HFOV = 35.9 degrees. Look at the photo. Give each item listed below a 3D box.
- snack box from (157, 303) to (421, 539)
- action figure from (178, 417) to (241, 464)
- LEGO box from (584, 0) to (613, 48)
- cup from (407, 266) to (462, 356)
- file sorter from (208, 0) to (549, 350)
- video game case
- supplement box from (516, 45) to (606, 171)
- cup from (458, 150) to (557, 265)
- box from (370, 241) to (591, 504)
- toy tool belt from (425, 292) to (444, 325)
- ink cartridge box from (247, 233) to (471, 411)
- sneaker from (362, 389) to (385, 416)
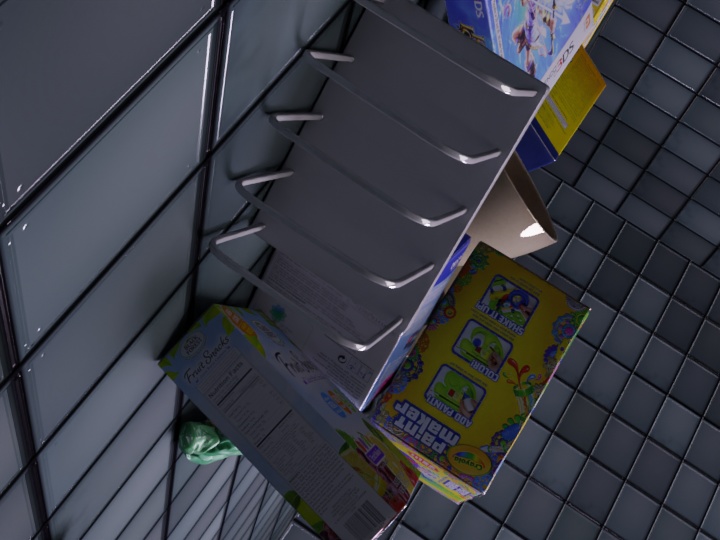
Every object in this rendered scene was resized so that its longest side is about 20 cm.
[{"bbox_3d":[-0.047,0.118,0.859,0.068,0.200,0.169,-47,174,2],"label":"snack box"},{"bbox_3d":[-0.115,0.154,1.057,0.117,0.055,0.200,-15,170,20],"label":"action figure"},{"bbox_3d":[0.356,-0.438,1.729,0.201,0.077,0.149,-60,172,16],"label":"LEGO box"},{"bbox_3d":[0.078,0.029,1.440,0.200,0.197,0.145,-15,111,-79],"label":"cup"},{"bbox_3d":[0.007,-0.068,0.733,0.201,0.138,0.124,-60,170,17],"label":"file sorter"},{"bbox_3d":[0.139,-0.238,0.943,0.182,0.045,0.201,-55,147,-29],"label":"video game case"},{"bbox_3d":[0.235,-0.230,1.520,0.108,0.110,0.200,-19,-155,46],"label":"supplement box"},{"bbox_3d":[0.112,-0.084,1.252,0.142,0.202,0.200,-31,179,15],"label":"cup"},{"bbox_3d":[0.104,0.106,1.064,0.194,0.121,0.200,-57,174,-14],"label":"box"},{"bbox_3d":[-0.010,0.028,1.125,0.198,0.126,0.123,-30,165,3],"label":"toy tool belt"},{"bbox_3d":[0.000,0.000,0.938,0.076,0.136,0.201,-38,159,-56],"label":"ink cartridge box"},{"bbox_3d":[0.011,0.081,1.044,0.201,0.076,0.081,-61,-159,22],"label":"sneaker"}]
